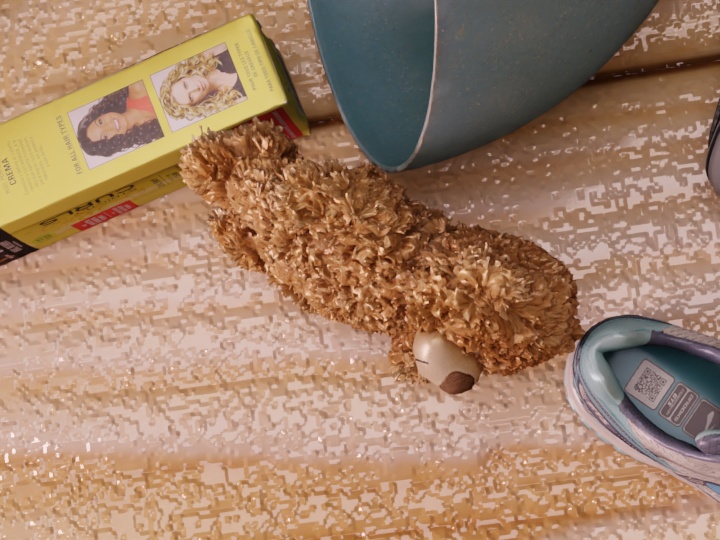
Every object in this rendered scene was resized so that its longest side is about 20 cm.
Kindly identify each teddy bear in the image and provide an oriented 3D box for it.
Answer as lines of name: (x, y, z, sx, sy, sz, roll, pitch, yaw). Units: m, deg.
teddy bear: (0.000, 0.000, 1.010, 0.199, 0.145, 0.067, 32, 63, 14)

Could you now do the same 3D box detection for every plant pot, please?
plant pot: (0.061, -0.153, 1.019, 0.134, 0.200, 0.202, -9, 77, -16)

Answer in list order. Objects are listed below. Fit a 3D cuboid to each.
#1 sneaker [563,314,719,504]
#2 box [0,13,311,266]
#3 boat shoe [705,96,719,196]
sneaker: (0.178, 0.080, 0.998, 0.199, 0.086, 0.078, 24, 84, 12)
box: (-0.126, -0.054, 1.078, 0.199, 0.075, 0.050, -24, 79, 3)
boat shoe: (0.204, -0.125, 1.047, 0.071, 0.072, 0.201, 28, 89, 37)
